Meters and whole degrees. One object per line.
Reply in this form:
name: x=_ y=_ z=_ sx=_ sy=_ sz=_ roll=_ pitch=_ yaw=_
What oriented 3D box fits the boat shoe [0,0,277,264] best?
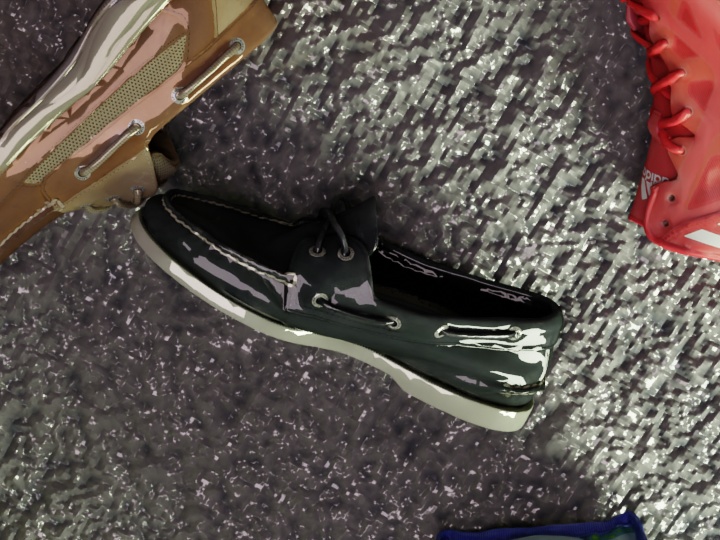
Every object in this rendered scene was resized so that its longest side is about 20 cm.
boat shoe: x=-0.113 y=-0.056 z=0.869 sx=0.072 sy=0.076 sz=0.200 roll=39 pitch=110 yaw=-11

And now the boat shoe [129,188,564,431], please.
boat shoe: x=0.000 y=0.001 z=0.874 sx=0.199 sy=0.075 sz=0.066 roll=27 pitch=113 yaw=-10

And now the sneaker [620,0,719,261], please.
sneaker: x=0.132 y=-0.076 z=0.838 sx=0.200 sy=0.078 sz=0.116 roll=41 pitch=107 yaw=-8

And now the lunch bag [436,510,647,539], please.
lunch bag: x=0.092 y=0.225 z=0.883 sx=0.127 sy=0.200 sz=0.171 roll=-7 pitch=108 yaw=8
